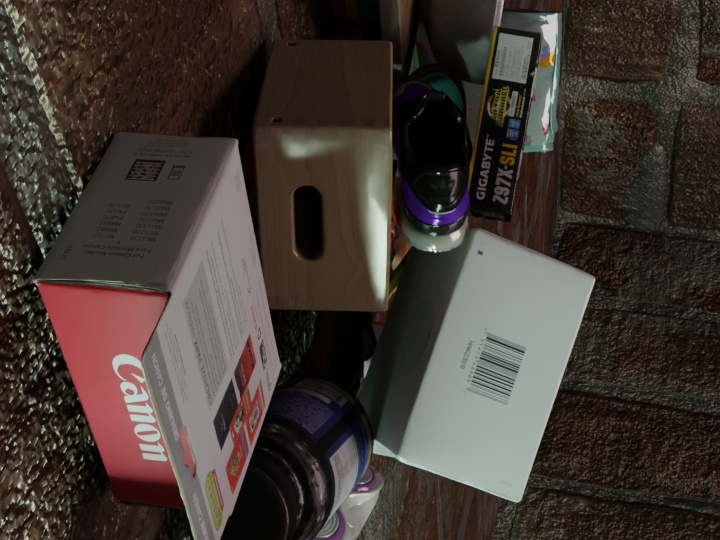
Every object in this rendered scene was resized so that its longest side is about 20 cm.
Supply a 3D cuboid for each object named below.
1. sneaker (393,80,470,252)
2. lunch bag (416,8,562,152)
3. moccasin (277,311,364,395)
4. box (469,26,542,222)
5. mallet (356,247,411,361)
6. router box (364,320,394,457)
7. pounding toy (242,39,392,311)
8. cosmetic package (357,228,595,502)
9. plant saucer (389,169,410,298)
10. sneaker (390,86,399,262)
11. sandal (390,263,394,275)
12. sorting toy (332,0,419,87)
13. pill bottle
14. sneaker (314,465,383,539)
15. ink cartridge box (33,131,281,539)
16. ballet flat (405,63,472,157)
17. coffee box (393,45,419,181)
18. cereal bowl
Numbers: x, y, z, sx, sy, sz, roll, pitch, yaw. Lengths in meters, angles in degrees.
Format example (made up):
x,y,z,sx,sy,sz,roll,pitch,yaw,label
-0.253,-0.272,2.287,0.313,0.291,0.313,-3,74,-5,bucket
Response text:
x,y,z,sx,sy,sz,roll,pitch,yaw,label
0.060,-0.118,0.958,0.202,0.068,0.100,-99,-175,-46,sneaker
0.142,-0.231,1.352,0.122,0.197,0.173,-39,134,-69,lunch bag
-0.045,0.125,1.067,0.073,0.077,0.205,-10,111,-59,moccasin
0.135,-0.131,1.080,0.200,0.049,0.162,-10,108,-83,box
0.041,0.008,1.145,0.200,0.041,0.066,-47,149,-21,mallet
0.097,0.163,1.411,0.049,0.177,0.202,-67,159,-45,router box
-0.045,-0.052,0.895,0.185,0.140,0.202,-87,178,-56,pounding toy
0.093,0.078,1.025,0.200,0.121,0.202,-174,-76,-77,cosmetic package
0.048,-0.065,1.277,0.200,0.032,0.204,-169,-90,-85,plant saucer
-0.010,-0.078,1.062,0.097,0.070,0.204,4,92,-46,sneaker
0.000,0.006,1.169,0.212,0.069,0.079,-28,124,-73,sandal
0.024,-0.298,1.079,0.200,0.068,0.202,78,22,-72,sorting toy
-0.065,0.161,0.912,0.200,0.110,0.114,-29,125,-72,pill bottle
-0.036,0.267,1.195,0.200,0.074,0.101,-42,151,-63,sneaker
-0.119,0.051,0.684,0.177,0.082,0.202,-74,164,-46,ink cartridge box
0.075,-0.153,1.148,0.201,0.067,0.069,71,7,-55,ballet flat
0.020,-0.175,1.213,0.123,0.043,0.203,72,28,-62,coffee box
0.105,-0.291,1.129,0.200,0.082,0.203,10,90,-85,cereal bowl
